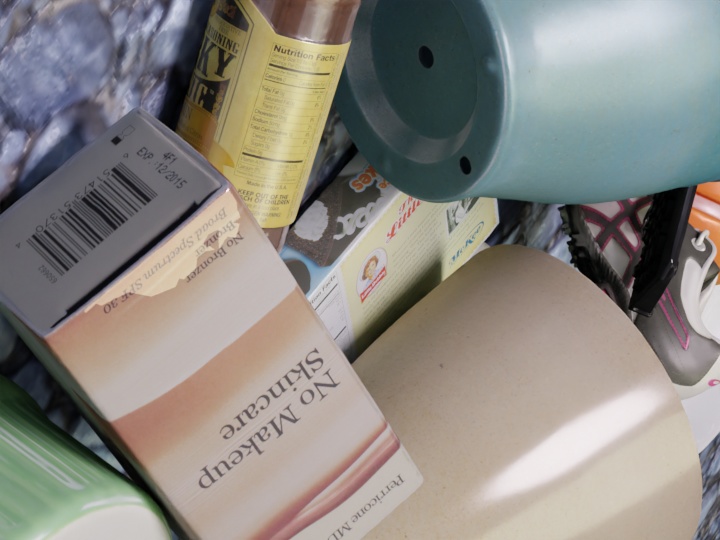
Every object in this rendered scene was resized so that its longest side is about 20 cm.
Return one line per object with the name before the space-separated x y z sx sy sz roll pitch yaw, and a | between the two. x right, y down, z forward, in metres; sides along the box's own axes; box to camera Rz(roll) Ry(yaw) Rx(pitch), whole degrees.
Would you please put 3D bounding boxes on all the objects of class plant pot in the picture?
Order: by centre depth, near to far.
plant pot | 0.092 -0.117 1.212 0.188 0.200 0.200 -19 133 -36
plant pot | 0.035 0.115 1.278 0.200 0.187 0.187 -31 142 -29

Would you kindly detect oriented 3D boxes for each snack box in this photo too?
snack box | 0.000 0.000 1.316 0.200 0.037 0.116 -49 153 -25

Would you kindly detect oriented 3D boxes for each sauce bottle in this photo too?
sauce bottle | -0.036 -0.103 1.119 0.065 0.065 0.200 -13 125 -58

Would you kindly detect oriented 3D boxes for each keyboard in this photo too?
keyboard | 0.174 -0.072 1.376 0.127 0.021 0.200 100 7 -72

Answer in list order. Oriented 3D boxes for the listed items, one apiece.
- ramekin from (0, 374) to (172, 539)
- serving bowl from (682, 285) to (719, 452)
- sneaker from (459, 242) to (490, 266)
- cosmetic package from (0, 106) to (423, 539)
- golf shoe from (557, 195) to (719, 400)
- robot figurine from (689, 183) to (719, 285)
ramekin | -0.168 0.151 1.078 0.200 0.098 0.200 -43 148 -35
serving bowl | 0.224 0.028 1.727 0.200 0.066 0.200 -46 150 -37
sneaker | 0.088 0.045 1.469 0.078 0.080 0.200 -50 154 6
cosmetic package | -0.068 0.042 1.086 0.103 0.087 0.200 -41 132 -8
golf shoe | 0.158 -0.014 1.453 0.077 0.088 0.200 60 20 -65
robot figurine | 0.215 -0.077 1.556 0.144 0.116 0.200 -37 152 -86
